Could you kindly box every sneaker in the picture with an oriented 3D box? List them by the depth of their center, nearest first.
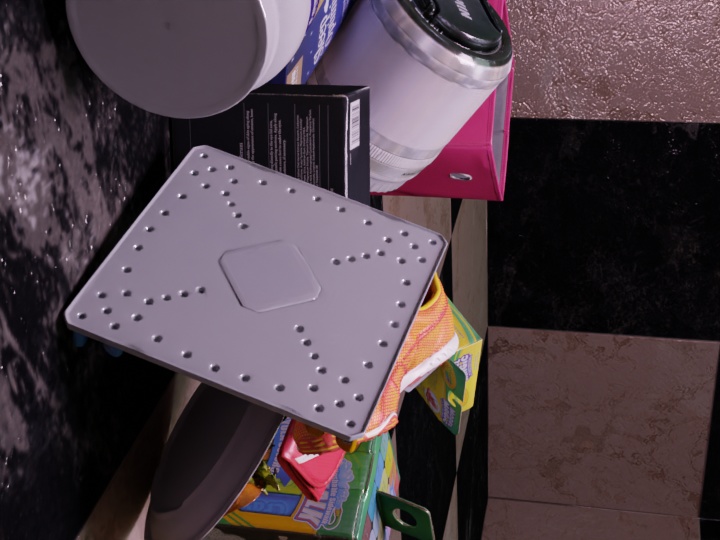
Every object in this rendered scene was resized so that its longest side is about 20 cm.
[{"bbox_3d":[0.004,0.062,0.787,0.200,0.073,0.077,-46,121,-54],"label":"sneaker"}]

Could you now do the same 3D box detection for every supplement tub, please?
[{"bbox_3d":[-0.091,-0.200,0.715,0.200,0.145,0.146,-72,161,-50],"label":"supplement tub"}]

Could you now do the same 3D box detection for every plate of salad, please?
[{"bbox_3d":[-0.090,0.118,0.791,0.200,0.048,0.200,-49,-160,25],"label":"plate of salad"}]

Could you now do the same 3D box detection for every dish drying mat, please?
[{"bbox_3d":[-0.004,0.070,0.840,0.200,0.018,0.077,-63,144,-27],"label":"dish drying mat"}]

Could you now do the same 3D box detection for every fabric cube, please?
[{"bbox_3d":[0.079,-0.209,1.374,0.196,0.199,0.200,57,38,-71],"label":"fabric cube"}]

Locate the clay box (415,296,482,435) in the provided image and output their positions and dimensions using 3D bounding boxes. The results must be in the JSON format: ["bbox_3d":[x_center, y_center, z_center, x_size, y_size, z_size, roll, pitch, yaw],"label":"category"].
[{"bbox_3d":[0.068,0.068,1.187,0.200,0.048,0.115,52,-25,35],"label":"clay box"}]

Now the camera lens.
[{"bbox_3d":[0.042,-0.196,1.123,0.200,0.160,0.160,-48,-165,37],"label":"camera lens"}]

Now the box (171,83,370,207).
[{"bbox_3d":[-0.067,-0.043,0.876,0.079,0.141,0.200,-48,140,-70],"label":"box"}]

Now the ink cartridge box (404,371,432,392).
[{"bbox_3d":[-0.009,0.023,1.118,0.109,0.050,0.200,26,26,-53],"label":"ink cartridge box"}]

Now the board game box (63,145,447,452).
[{"bbox_3d":[-0.062,0.011,0.750,0.200,0.200,0.026,-63,171,-45],"label":"board game box"}]

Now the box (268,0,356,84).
[{"bbox_3d":[-0.047,-0.226,0.997,0.200,0.032,0.121,-60,173,-24],"label":"box"}]

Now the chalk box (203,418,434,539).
[{"bbox_3d":[-0.036,0.193,0.944,0.125,0.200,0.124,79,19,-50],"label":"chalk box"}]
